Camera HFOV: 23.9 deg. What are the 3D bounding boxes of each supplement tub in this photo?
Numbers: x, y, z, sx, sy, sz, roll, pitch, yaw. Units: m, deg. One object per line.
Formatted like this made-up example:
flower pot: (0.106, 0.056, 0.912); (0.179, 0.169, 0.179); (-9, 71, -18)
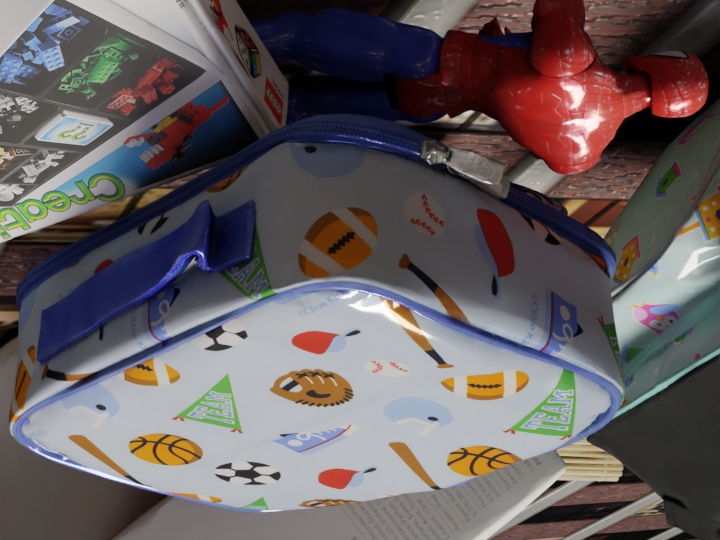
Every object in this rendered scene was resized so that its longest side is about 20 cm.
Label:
supplement tub: (-0.106, 0.113, 0.913); (0.144, 0.145, 0.200); (-23, 157, 29)

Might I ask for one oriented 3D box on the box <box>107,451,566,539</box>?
box: (-0.023, 0.122, 0.762); (0.200, 0.098, 0.124); (-36, 170, -15)

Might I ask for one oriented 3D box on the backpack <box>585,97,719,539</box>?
backpack: (0.189, -0.002, 0.723); (0.200, 0.153, 0.176); (-42, 174, -30)

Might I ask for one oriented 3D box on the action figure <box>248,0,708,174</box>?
action figure: (0.020, -0.084, 0.568); (0.199, 0.099, 0.065); (8, 141, 18)

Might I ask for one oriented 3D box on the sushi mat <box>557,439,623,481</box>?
sushi mat: (0.091, 0.075, 0.992); (0.199, 0.096, 0.012); (7, -176, -39)

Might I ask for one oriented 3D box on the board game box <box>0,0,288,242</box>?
board game box: (-0.138, -0.062, 0.523); (0.199, 0.035, 0.126); (-17, 130, 18)

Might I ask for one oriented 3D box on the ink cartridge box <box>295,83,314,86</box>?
ink cartridge box: (-0.045, 0.007, 0.736); (0.037, 0.095, 0.200); (0, 157, -25)

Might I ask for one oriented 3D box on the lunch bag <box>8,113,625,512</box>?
lunch bag: (-0.018, 0.020, 0.567); (0.160, 0.076, 0.200); (24, 145, -36)
